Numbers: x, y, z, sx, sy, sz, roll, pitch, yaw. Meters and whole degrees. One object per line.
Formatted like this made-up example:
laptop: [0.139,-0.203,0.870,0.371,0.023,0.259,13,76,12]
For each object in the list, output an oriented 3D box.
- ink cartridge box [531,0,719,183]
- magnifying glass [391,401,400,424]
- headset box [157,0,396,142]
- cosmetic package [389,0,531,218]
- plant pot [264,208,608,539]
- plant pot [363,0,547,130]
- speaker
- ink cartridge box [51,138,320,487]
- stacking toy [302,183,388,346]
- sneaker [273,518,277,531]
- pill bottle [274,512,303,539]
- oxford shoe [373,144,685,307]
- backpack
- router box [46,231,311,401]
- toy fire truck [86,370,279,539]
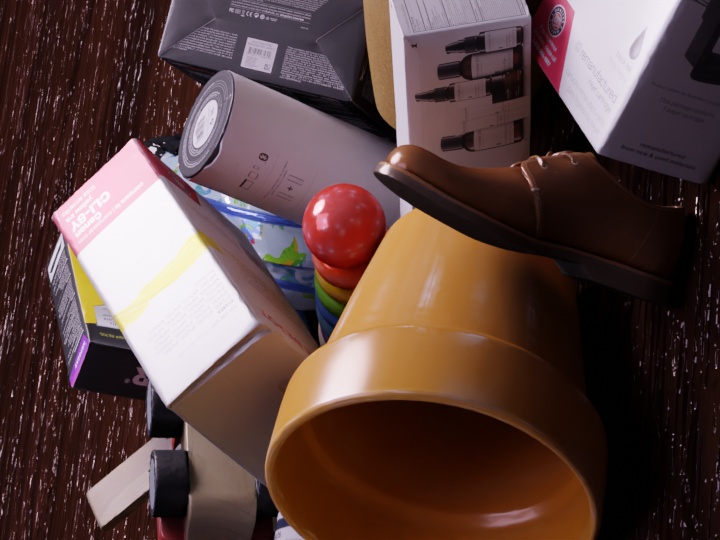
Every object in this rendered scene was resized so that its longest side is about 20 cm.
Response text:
ink cartridge box: [0.191,-0.178,1.222,0.201,0.083,0.146,-64,27,26]
magnifying glass: [0.056,0.166,1.347,0.022,0.079,0.202,-38,55,58]
headset box: [-0.045,-0.156,1.541,0.200,0.147,0.076,25,-101,-76]
cosmetic package: [0.065,-0.090,1.334,0.201,0.082,0.051,85,175,-46]
plant pot: [0.057,0.066,1.274,0.200,0.199,0.184,-46,23,46]
plant pot: [0.077,-0.188,1.387,0.187,0.185,0.201,-112,29,-51]
speaker: [-0.022,-0.065,1.464,0.081,0.199,0.082,-44,34,42]
ink cartridge box: [-0.099,0.030,1.371,0.083,0.145,0.200,-41,49,4]
stacking toy: [0.000,0.000,1.408,0.200,0.085,0.086,73,-165,-62]
sneaker: [-0.064,0.134,1.585,0.200,0.076,0.112,-21,61,58]
pill bottle: [-0.003,0.208,1.383,0.116,0.115,0.202,-23,56,58]
oxford shoe: [0.099,-0.042,1.211,0.071,0.199,0.072,21,92,66]
backpack: [-0.061,-0.043,1.605,0.199,0.162,0.155,-6,81,56]
router box: [-0.136,0.043,1.639,0.051,0.198,0.150,-63,29,30]
toy fire truck: [-0.129,0.148,1.524,0.201,0.127,0.177,104,163,-51]
